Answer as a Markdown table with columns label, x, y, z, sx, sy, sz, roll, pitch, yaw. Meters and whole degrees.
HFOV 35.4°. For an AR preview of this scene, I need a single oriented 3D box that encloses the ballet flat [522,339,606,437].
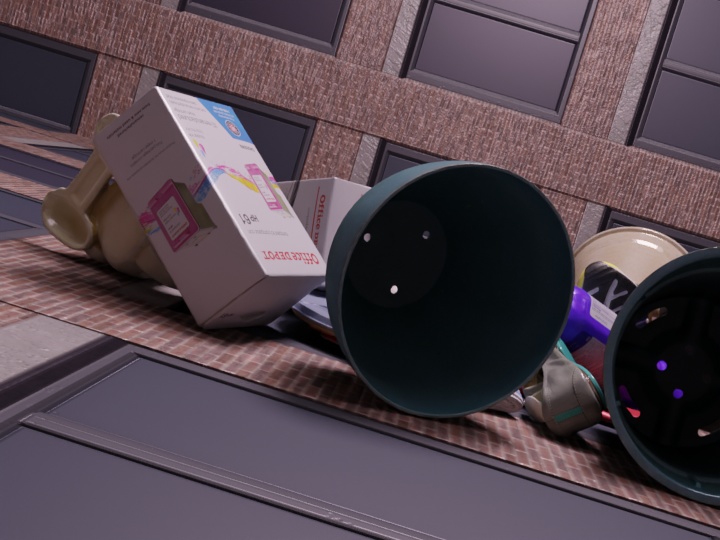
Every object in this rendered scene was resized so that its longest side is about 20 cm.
| label | x | y | z | sx | sy | sz | roll | pitch | yaw |
| --- | --- | --- | --- | --- | --- | --- | --- | --- | --- |
| ballet flat | 0.176 | 0.105 | 1.035 | 0.064 | 0.068 | 0.200 | -28 | 3 | 5 |

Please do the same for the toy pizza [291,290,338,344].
| label | x | y | z | sx | sy | sz | roll | pitch | yaw |
| --- | --- | --- | --- | --- | --- | --- | --- | --- | --- |
| toy pizza | 0.022 | 0.065 | 1.113 | 0.199 | 0.032 | 0.200 | 17 | 7 | -2 |

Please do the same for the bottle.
| label | x | y | z | sx | sy | sz | roll | pitch | yaw |
| --- | --- | --- | --- | --- | --- | --- | --- | --- | --- |
| bottle | 0.262 | 0.092 | 1.177 | 0.200 | 0.065 | 0.083 | 34 | -38 | -22 |

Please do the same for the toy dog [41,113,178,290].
| label | x | y | z | sx | sy | sz | roll | pitch | yaw |
| --- | --- | --- | --- | --- | --- | --- | --- | --- | --- |
| toy dog | -0.187 | -0.058 | 1.168 | 0.194 | 0.140 | 0.200 | 39 | 15 | 27 |

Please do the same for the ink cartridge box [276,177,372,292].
| label | x | y | z | sx | sy | sz | roll | pitch | yaw |
| --- | --- | --- | --- | --- | --- | --- | --- | --- | --- |
| ink cartridge box | -0.049 | -0.035 | 1.209 | 0.068 | 0.117 | 0.200 | 13 | -9 | -41 |

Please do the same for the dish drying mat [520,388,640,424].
| label | x | y | z | sx | sy | sz | roll | pitch | yaw |
| --- | --- | --- | --- | --- | --- | --- | --- | --- | --- |
| dish drying mat | 0.210 | 0.127 | 1.134 | 0.199 | 0.018 | 0.077 | 18 | 5 | 11 |

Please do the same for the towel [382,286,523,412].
| label | x | y | z | sx | sy | sz | roll | pitch | yaw |
| --- | --- | --- | --- | --- | --- | --- | --- | --- | --- |
| towel | 0.067 | 0.049 | 1.042 | 0.146 | 0.024 | 0.200 | 16 | 31 | -17 |

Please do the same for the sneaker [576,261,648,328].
| label | x | y | z | sx | sy | sz | roll | pitch | yaw |
| --- | --- | --- | --- | --- | --- | --- | --- | --- | --- |
| sneaker | 0.281 | 0.059 | 1.259 | 0.090 | 0.078 | 0.200 | -104 | 168 | -53 |

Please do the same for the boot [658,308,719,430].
| label | x | y | z | sx | sy | sz | roll | pitch | yaw |
| --- | --- | --- | --- | --- | --- | --- | --- | --- | --- |
| boot | 0.402 | 0.095 | 1.343 | 0.072 | 0.183 | 0.200 | -11 | 3 | 20 |

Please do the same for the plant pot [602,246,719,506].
| label | x | y | z | sx | sy | sz | roll | pitch | yaw |
| --- | --- | --- | --- | --- | --- | --- | --- | --- | --- |
| plant pot | 0.296 | 0.089 | 0.970 | 0.199 | 0.201 | 0.196 | 17 | -3 | 6 |

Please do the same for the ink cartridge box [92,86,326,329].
| label | x | y | z | sx | sy | sz | roll | pitch | yaw |
| --- | --- | --- | --- | --- | --- | --- | --- | --- | --- |
| ink cartridge box | -0.129 | -0.053 | 1.019 | 0.201 | 0.085 | 0.144 | 60 | 19 | 11 |

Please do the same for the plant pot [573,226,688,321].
| label | x | y | z | sx | sy | sz | roll | pitch | yaw |
| --- | --- | --- | --- | --- | --- | --- | --- | --- | --- |
| plant pot | 0.341 | 0.057 | 1.473 | 0.200 | 0.201 | 0.183 | 18 | 18 | 17 |

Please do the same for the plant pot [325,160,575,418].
| label | x | y | z | sx | sy | sz | roll | pitch | yaw |
| --- | --- | --- | --- | --- | --- | --- | --- | --- | --- |
| plant pot | 0.053 | 0.002 | 0.917 | 0.199 | 0.201 | 0.135 | 14 | 8 | -25 |
